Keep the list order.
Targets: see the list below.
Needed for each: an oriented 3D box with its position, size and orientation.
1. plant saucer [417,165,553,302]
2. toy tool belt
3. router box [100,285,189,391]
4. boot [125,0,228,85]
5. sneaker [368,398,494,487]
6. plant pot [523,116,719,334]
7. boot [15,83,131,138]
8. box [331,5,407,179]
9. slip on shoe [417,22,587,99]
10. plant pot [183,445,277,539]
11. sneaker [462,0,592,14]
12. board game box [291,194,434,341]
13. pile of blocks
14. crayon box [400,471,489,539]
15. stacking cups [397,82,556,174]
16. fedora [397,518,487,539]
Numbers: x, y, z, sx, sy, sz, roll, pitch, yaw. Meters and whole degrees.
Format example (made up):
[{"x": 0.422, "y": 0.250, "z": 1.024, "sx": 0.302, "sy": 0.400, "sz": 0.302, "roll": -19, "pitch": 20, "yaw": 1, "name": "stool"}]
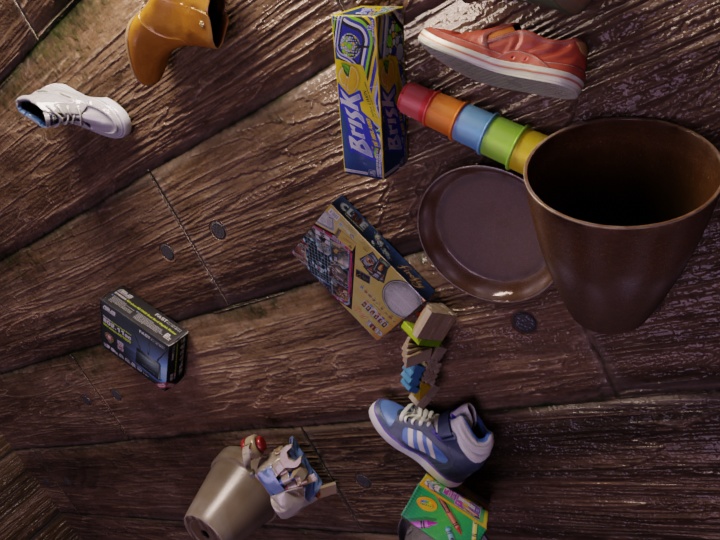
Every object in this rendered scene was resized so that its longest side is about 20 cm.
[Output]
[{"x": 0.170, "y": -0.049, "z": 0.838, "sx": 0.200, "sy": 0.032, "sz": 0.201, "roll": 20, "pitch": 131, "yaw": 24, "name": "plant saucer"}, {"x": -0.141, "y": 0.397, "z": 1.307, "sx": 0.123, "sy": 0.125, "sz": 0.200, "roll": -26, "pitch": 107, "yaw": 10, "name": "toy tool belt"}, {"x": -0.468, "y": 0.147, "z": 1.386, "sx": 0.200, "sy": 0.062, "sz": 0.150, "roll": 30, "pitch": 130, "yaw": 15, "name": "router box"}, {"x": -0.260, "y": -0.338, "z": 0.921, "sx": 0.144, "sy": 0.071, "sz": 0.202, "roll": 30, "pitch": 126, "yaw": 19, "name": "boot"}, {"x": 0.122, "y": 0.243, "z": 1.044, "sx": 0.200, "sy": 0.081, "sz": 0.147, "roll": 39, "pitch": 122, "yaw": 16, "name": "sneaker"}, {"x": 0.277, "y": -0.031, "z": 0.702, "sx": 0.186, "sy": 0.187, "sz": 0.200, "roll": 12, "pitch": 139, "yaw": 28, "name": "plant pot"}, {"x": -0.501, "y": -0.266, "z": 1.118, "sx": 0.199, "sy": 0.096, "sz": 0.074, "roll": 21, "pitch": 129, "yaw": 22, "name": "boot"}, {"x": 0.015, "y": -0.222, "z": 0.811, "sx": 0.064, "sy": 0.070, "sz": 0.201, "roll": 14, "pitch": 125, "yaw": 29, "name": "box"}, {"x": 0.156, "y": -0.242, "z": 0.713, "sx": 0.200, "sy": 0.074, "sz": 0.061, "roll": 23, "pitch": 95, "yaw": 28, "name": "slip on shoe"}, {"x": -0.293, "y": 0.527, "z": 1.439, "sx": 0.199, "sy": 0.174, "sz": 0.201, "roll": 18, "pitch": 128, "yaw": 25, "name": "plant pot"}, {"x": 0.143, "y": -0.315, "z": 0.672, "sx": 0.200, "sy": 0.067, "sz": 0.090, "roll": 41, "pitch": 141, "yaw": 5, "name": "sneaker"}, {"x": 0.000, "y": 0.000, "z": 0.989, "sx": 0.200, "sy": 0.035, "sz": 0.135, "roll": 46, "pitch": 133, "yaw": 0, "name": "board game box"}, {"x": 0.084, "y": 0.124, "z": 0.983, "sx": 0.062, "sy": 0.082, "sz": 0.201, "roll": 45, "pitch": 138, "yaw": 44, "name": "pile of blocks"}, {"x": 0.142, "y": 0.387, "z": 1.043, "sx": 0.119, "sy": 0.200, "sz": 0.058, "roll": 30, "pitch": 89, "yaw": 15, "name": "crayon box"}, {"x": 0.136, "y": -0.167, "z": 0.773, "sx": 0.200, "sy": 0.060, "sz": 0.061, "roll": 27, "pitch": 130, "yaw": 20, "name": "stacking cups"}, {"x": 0.140, "y": 0.539, "z": 1.204, "sx": 0.177, "sy": 0.090, "sz": 0.200, "roll": 46, "pitch": 133, "yaw": 0, "name": "fedora"}]
